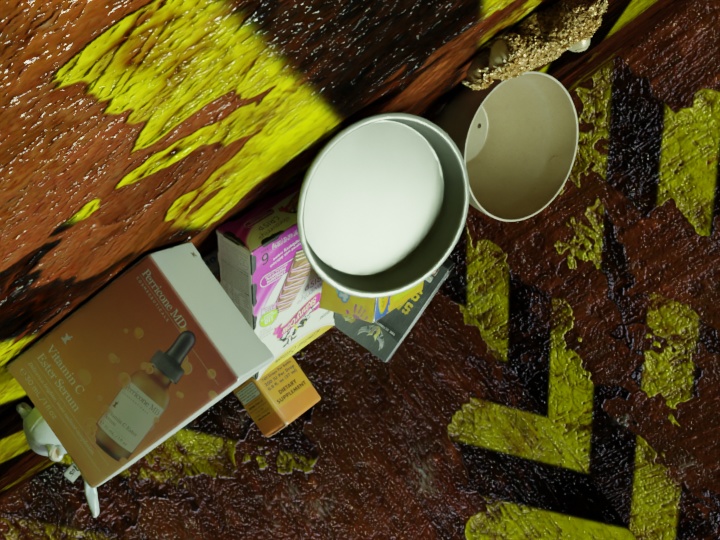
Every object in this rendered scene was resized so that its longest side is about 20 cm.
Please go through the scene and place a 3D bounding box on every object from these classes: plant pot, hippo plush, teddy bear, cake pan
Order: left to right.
[{"bbox_3d":[-0.377,0.189,1.554,0.200,0.159,0.161,-51,145,7],"label":"hippo plush"},{"bbox_3d":[0.020,-0.070,1.245,0.200,0.200,0.037,-36,-150,-11],"label":"cake pan"},{"bbox_3d":[0.177,-0.180,1.609,0.200,0.200,0.134,-35,-147,-21],"label":"plant pot"},{"bbox_3d":[0.211,-0.266,1.406,0.200,0.067,0.145,-34,180,-43],"label":"teddy bear"}]

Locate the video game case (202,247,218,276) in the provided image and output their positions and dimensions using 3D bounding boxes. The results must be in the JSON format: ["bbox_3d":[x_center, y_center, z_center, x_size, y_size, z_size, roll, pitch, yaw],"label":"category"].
[{"bbox_3d":[-0.206,0.014,1.490,0.182,0.022,0.200,-36,178,-21],"label":"video game case"}]

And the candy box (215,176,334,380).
[{"bbox_3d":[-0.093,0.011,1.357,0.136,0.061,0.200,-35,144,-34],"label":"candy box"}]

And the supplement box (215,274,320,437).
[{"bbox_3d":[-0.139,0.101,1.450,0.067,0.200,0.069,-35,176,-36],"label":"supplement box"}]

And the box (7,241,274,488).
[{"bbox_3d":[-0.218,0.092,1.183,0.200,0.152,0.106,-37,177,17],"label":"box"}]

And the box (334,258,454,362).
[{"bbox_3d":[0.000,0.000,1.576,0.158,0.200,0.048,-56,174,19],"label":"box"}]

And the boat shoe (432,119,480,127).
[{"bbox_3d":[0.106,-0.176,1.693,0.200,0.071,0.065,-34,178,-28],"label":"boat shoe"}]

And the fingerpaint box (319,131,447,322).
[{"bbox_3d":[0.027,-0.060,1.369,0.167,0.073,0.200,-30,132,-64],"label":"fingerpaint box"}]
